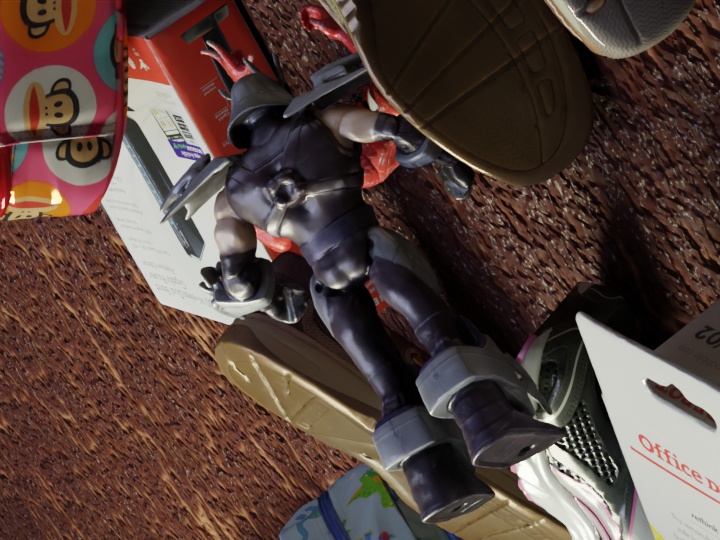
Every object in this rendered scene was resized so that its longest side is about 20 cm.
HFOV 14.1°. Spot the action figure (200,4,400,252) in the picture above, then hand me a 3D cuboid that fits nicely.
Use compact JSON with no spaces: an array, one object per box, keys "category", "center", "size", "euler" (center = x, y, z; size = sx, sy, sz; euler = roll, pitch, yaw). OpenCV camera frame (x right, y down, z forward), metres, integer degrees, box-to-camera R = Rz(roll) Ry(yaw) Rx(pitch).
[{"category":"action figure","center":[-0.026,-0.070,1.251],"size":[0.099,0.065,0.200],"euler":[46,162,-6]}]

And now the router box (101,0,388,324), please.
[{"category":"router box","center":[-0.084,-0.057,1.439],"size":[0.180,0.049,0.200],"euler":[61,160,-19]}]

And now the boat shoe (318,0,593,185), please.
[{"category":"boat shoe","center":[0.014,-0.117,1.103],"size":[0.200,0.072,0.072],"euler":[44,-168,-3]}]

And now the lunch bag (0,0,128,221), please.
[{"category":"lunch bag","center":[-0.171,-0.134,1.375],"size":[0.176,0.082,0.200],"euler":[-143,51,-62]}]

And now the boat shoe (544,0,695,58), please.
[{"category":"boat shoe","center":[0.049,-0.162,0.922],"size":[0.200,0.076,0.072],"euler":[67,163,-9]}]

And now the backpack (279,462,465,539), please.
[{"category":"backpack","center":[0.045,0.183,1.415],"size":[0.200,0.154,0.163],"euler":[40,-174,6]}]

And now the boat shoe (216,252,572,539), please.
[{"category":"boat shoe","center":[0.033,0.061,1.320],"size":[0.200,0.072,0.072],"euler":[32,155,-7]}]

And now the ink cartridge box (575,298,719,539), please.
[{"category":"ink cartridge box","center":[0.162,0.090,1.081],"size":[0.115,0.068,0.200],"euler":[31,151,49]}]

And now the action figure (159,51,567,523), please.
[{"category":"action figure","center":[0.000,0.000,1.146],"size":[0.130,0.069,0.200],"euler":[-39,74,32]}]

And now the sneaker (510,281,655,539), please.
[{"category":"sneaker","center":[0.125,0.090,1.195],"size":[0.086,0.080,0.200],"euler":[9,136,33]}]
